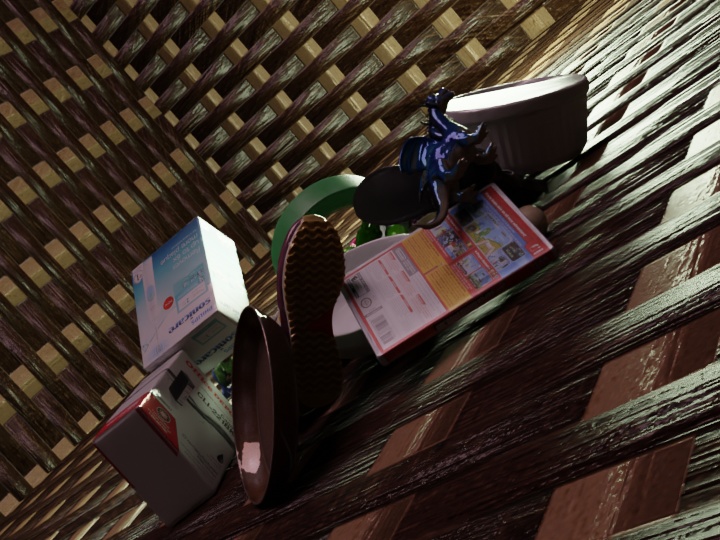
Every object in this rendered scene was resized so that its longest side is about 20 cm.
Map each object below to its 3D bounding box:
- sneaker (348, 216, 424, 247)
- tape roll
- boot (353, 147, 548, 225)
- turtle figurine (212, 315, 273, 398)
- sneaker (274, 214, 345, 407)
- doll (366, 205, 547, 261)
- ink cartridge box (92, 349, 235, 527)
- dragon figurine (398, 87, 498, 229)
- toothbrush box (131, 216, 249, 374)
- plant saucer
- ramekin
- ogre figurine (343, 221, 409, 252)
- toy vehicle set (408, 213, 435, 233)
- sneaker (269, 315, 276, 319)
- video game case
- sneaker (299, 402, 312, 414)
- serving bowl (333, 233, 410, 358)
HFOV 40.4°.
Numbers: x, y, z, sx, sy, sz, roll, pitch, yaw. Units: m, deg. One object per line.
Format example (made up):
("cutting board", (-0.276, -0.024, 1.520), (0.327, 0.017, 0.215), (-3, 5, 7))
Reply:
("sneaker", (0.063, -0.053, 1.494), (0.200, 0.075, 0.081), (-36, 9, 30))
("tape roll", (-0.028, -0.035, 1.395), (0.200, 0.201, 0.048), (-42, 39, -2))
("boot", (0.111, -0.084, 1.173), (0.199, 0.070, 0.174), (-12, -12, 25))
("turtle figurine", (-0.160, 0.085, 1.482), (0.193, 0.144, 0.201), (-20, 49, 31))
("sneaker", (-0.064, 0.040, 1.036), (0.075, 0.201, 0.090), (-1, 6, -26))
("doll", (0.105, -0.025, 1.059), (0.199, 0.049, 0.137), (-22, 28, 13))
("ink cartridge box", (-0.237, 0.209, 1.259), (0.084, 0.144, 0.200), (-38, 9, 13))
("dragon figurine", (0.080, -0.110, 1.043), (0.099, 0.059, 0.201), (6, 57, 36))
("toothbrush box", (-0.245, 0.046, 1.413), (0.146, 0.085, 0.200), (-37, 45, 18))
("plant saucer", (-0.097, 0.135, 0.998), (0.034, 0.201, 0.200), (-2, -5, -18))
("ramekin", (0.199, -0.184, 1.257), (0.201, 0.095, 0.202), (-12, 16, 4))
("ogre figurine", (0.000, 0.000, 1.321), (0.199, 0.099, 0.120), (-19, 29, -19))
("toy vehicle set", (0.158, -0.109, 1.381), (0.200, 0.027, 0.124), (-36, 1, -22))
("sneaker", (-0.090, 0.097, 1.291), (0.200, 0.105, 0.075), (-35, 0, 41))
("video game case", (0.082, -0.001, 0.989), (0.200, 0.017, 0.143), (-32, 37, 1))
("sneaker", (-0.075, 0.137, 1.198), (0.090, 0.067, 0.200), (-35, 6, -12))
("serving bowl", (0.015, 0.040, 1.156), (0.199, 0.066, 0.200), (-23, 26, 12))
